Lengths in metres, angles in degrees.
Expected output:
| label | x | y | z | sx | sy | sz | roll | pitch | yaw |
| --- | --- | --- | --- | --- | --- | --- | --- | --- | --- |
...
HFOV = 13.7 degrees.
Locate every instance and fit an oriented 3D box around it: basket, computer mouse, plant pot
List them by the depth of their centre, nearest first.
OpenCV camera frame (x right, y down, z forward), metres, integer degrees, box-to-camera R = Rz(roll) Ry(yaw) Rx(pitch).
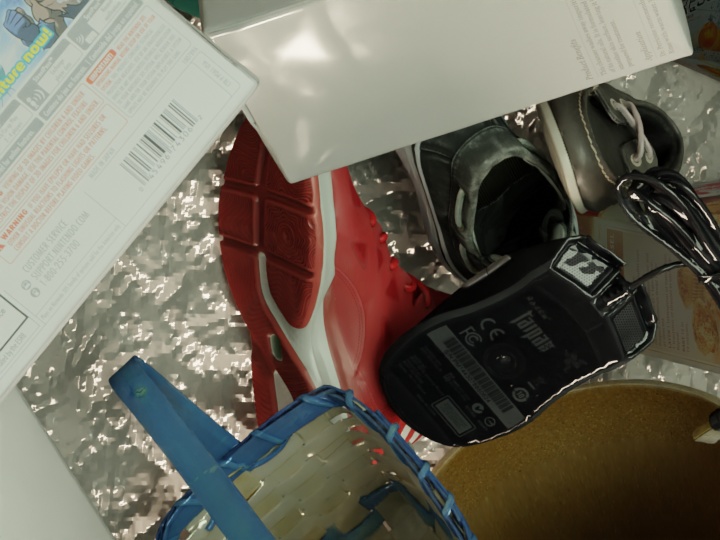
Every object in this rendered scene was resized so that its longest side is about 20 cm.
| label | x | y | z | sx | sy | sz | roll | pitch | yaw |
| --- | --- | --- | --- | --- | --- | --- | --- | --- | --- |
| basket | -0.021 | 0.133 | 1.348 | 0.139 | 0.176 | 0.200 | -40 | 137 | 1 |
| computer mouse | 0.115 | 0.036 | 1.414 | 0.140 | 0.200 | 0.046 | 44 | 33 | -15 |
| plant pot | 0.136 | 0.192 | 1.515 | 0.186 | 0.186 | 0.201 | -33 | 127 | -22 |

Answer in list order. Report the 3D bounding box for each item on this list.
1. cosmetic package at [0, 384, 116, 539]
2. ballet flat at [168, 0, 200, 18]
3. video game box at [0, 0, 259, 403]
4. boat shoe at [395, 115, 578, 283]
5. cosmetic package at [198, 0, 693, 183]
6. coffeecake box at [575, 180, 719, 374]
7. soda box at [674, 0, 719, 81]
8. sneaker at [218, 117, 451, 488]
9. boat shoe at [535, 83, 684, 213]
| label | x | y | z | sx | sy | sz | roll | pitch | yaw |
| --- | --- | --- | --- | --- | --- | --- | --- | --- | --- |
| cosmetic package | -0.163 | 0.130 | 1.353 | 0.085 | 0.108 | 0.200 | -39 | 114 | -18 |
| ballet flat | -0.001 | -0.122 | 1.436 | 0.200 | 0.068 | 0.069 | 28 | 75 | -31 |
| video game box | -0.174 | -0.060 | 1.239 | 0.182 | 0.047 | 0.200 | 40 | 87 | -14 |
| boat shoe | 0.069 | -0.023 | 1.445 | 0.072 | 0.071 | 0.200 | -38 | 149 | 3 |
| cosmetic package | 0.036 | -0.126 | 1.325 | 0.199 | 0.081 | 0.113 | -15 | 139 | 10 |
| coffeecake box | 0.220 | 0.002 | 1.507 | 0.153 | 0.200 | 0.073 | -10 | 102 | -30 |
| soda box | 0.259 | -0.109 | 1.588 | 0.199 | 0.068 | 0.064 | 19 | 88 | -31 |
| sneaker | 0.000 | 0.000 | 1.461 | 0.115 | 0.078 | 0.201 | -20 | 120 | -36 |
| boat shoe | 0.123 | -0.065 | 1.451 | 0.057 | 0.200 | 0.067 | -21 | 87 | 8 |
